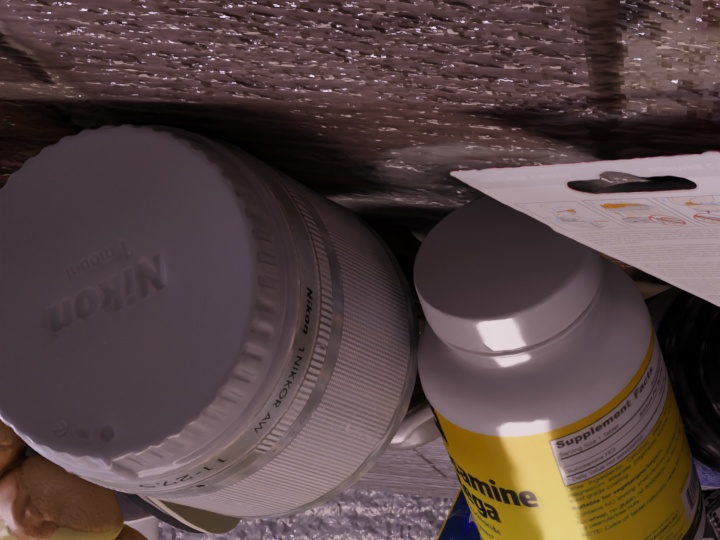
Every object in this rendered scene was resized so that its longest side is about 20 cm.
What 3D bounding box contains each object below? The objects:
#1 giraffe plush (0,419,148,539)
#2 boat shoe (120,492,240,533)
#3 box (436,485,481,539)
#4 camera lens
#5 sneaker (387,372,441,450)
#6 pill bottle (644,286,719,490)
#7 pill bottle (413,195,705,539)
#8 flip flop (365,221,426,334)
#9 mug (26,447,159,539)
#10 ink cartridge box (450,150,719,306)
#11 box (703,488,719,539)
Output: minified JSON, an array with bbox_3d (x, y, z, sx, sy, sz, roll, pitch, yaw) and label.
[{"bbox_3d":[-0.208,0.162,1.189,0.172,0.162,0.200,43,154,-4],"label":"giraffe plush"},{"bbox_3d":[-0.136,0.061,1.273,0.201,0.074,0.063,45,138,-20],"label":"boat shoe"},{"bbox_3d":[0.111,0.113,1.437,0.070,0.201,0.064,0,138,36],"label":"box"},{"bbox_3d":[-0.072,0.026,1.145,0.159,0.161,0.200,3,170,22],"label":"camera lens"},{"bbox_3d":[0.066,0.066,1.342,0.074,0.083,0.200,3,-164,31],"label":"sneaker"},{"bbox_3d":[0.195,0.054,1.293,0.111,0.113,0.200,8,172,-9],"label":"pill bottle"},{"bbox_3d":[0.091,0.063,1.192,0.112,0.113,0.201,2,135,26],"label":"pill bottle"},{"bbox_3d":[0.000,0.000,1.299,0.081,0.058,0.199,5,-171,-39],"label":"flip flop"},{"bbox_3d":[-0.135,0.077,1.398,0.146,0.202,0.175,-8,-173,-6],"label":"mug"},{"bbox_3d":[0.160,-0.031,1.031,0.161,0.051,0.199,-1,160,45],"label":"ink cartridge box"},{"bbox_3d":[0.227,0.108,1.487,0.199,0.048,0.193,-33,-172,-27],"label":"box"}]
